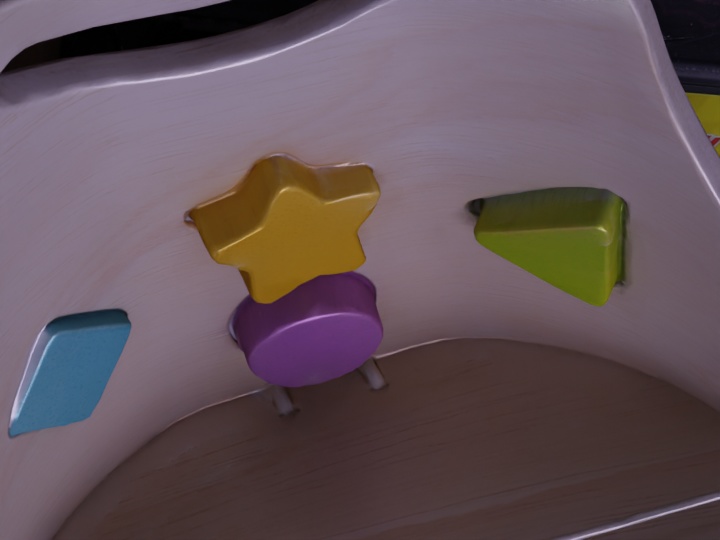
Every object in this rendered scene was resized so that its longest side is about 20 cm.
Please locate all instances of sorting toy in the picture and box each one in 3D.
[{"bbox_3d":[-0.010,0.000,0.573,0.200,0.107,0.180,-16,140,-4],"label":"sorting toy"}]

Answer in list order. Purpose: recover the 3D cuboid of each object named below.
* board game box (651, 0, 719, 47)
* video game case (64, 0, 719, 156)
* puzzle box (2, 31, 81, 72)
[{"bbox_3d":[0.077,-0.139,0.531,0.135,0.035,0.200,-18,130,21],"label":"board game box"},{"bbox_3d":[0.000,0.000,0.687,0.200,0.026,0.181,2,142,-34],"label":"video game case"},{"bbox_3d":[0.026,-0.092,0.629,0.200,0.025,0.133,-9,137,-21],"label":"puzzle box"}]
